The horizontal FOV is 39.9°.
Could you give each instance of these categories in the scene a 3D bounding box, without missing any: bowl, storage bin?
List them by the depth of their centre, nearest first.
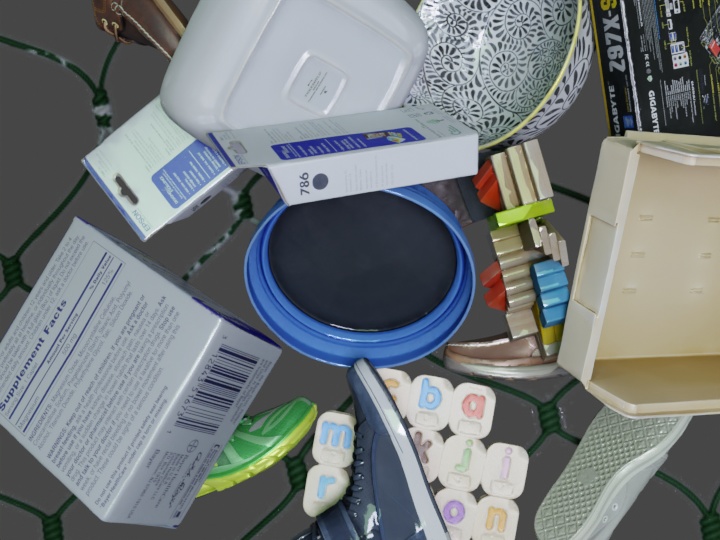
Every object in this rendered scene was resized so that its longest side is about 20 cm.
[{"bbox_3d":[0.272,0.001,0.775,0.197,0.094,0.202,0,109,-24],"label":"storage bin"},{"bbox_3d":[-0.046,-0.166,0.837,0.199,0.075,0.201,25,103,-30],"label":"bowl"},{"bbox_3d":[0.000,0.000,0.860,0.198,0.040,0.202,3,128,3],"label":"bowl"},{"bbox_3d":[0.136,-0.188,0.872,0.200,0.094,0.203,-18,65,43],"label":"bowl"}]

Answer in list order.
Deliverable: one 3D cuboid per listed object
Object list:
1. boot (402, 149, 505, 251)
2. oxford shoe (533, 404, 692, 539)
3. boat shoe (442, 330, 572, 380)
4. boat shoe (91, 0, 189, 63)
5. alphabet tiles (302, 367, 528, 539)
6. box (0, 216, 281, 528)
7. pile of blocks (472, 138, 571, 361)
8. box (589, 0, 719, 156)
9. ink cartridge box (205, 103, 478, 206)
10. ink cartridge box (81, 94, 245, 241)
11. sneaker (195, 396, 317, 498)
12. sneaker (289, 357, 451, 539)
[{"bbox_3d":[0.068,-0.063,0.904,0.198,0.097,0.075,-11,95,26],"label":"boot"},{"bbox_3d":[0.232,0.176,0.892,0.200,0.075,0.058,-50,128,-8],"label":"oxford shoe"},{"bbox_3d":[0.170,0.061,0.892,0.198,0.076,0.073,-2,84,-7],"label":"boat shoe"},{"bbox_3d":[-0.212,-0.244,0.906,0.070,0.070,0.200,-40,66,2],"label":"boat shoe"},{"bbox_3d":[0.050,0.194,0.917,0.198,0.015,0.198,10,90,3],"label":"alphabet tiles"},{"bbox_3d":[-0.201,0.087,0.850,0.199,0.105,0.185,31,89,31],"label":"box"},{"bbox_3d":[0.127,-0.005,0.799,0.062,0.082,0.202,-16,112,-2],"label":"pile of blocks"},{"bbox_3d":[0.267,-0.204,0.800,0.158,0.049,0.202,-15,101,-18],"label":"box"},{"bbox_3d":[-0.015,-0.092,0.784,0.198,0.100,0.040,-9,116,-16],"label":"ink cartridge box"},{"bbox_3d":[-0.149,-0.125,0.918,0.199,0.039,0.100,-38,87,-1],"label":"ink cartridge box"},{"bbox_3d":[-0.135,0.154,0.897,0.198,0.074,0.084,-22,91,2],"label":"sneaker"},{"bbox_3d":[-0.013,0.192,0.874,0.145,0.077,0.204,-20,90,0],"label":"sneaker"}]
